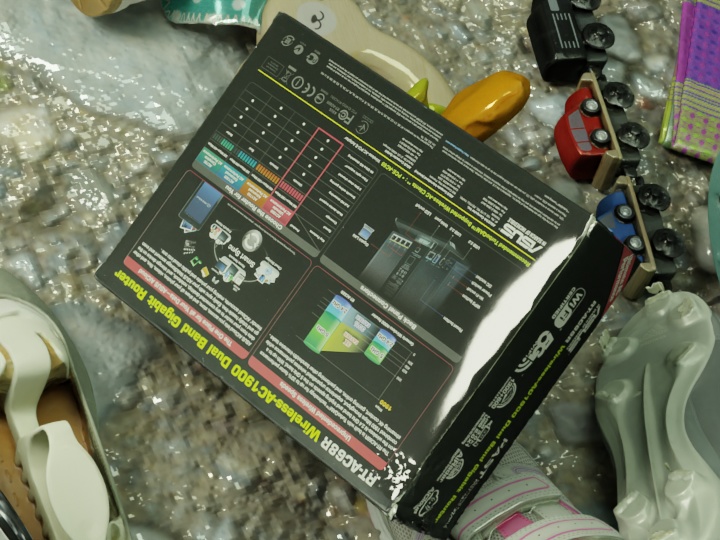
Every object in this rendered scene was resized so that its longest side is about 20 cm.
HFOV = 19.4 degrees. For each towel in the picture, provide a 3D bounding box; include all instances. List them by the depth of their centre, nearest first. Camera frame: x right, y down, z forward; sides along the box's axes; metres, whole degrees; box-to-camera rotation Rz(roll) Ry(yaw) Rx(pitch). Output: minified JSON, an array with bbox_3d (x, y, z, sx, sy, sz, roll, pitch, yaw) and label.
[{"bbox_3d":[0.245,-0.121,1.190,0.144,0.023,0.200,18,54,-7],"label":"towel"}]

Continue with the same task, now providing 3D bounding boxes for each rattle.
[{"bbox_3d":[-0.015,-0.117,1.032,0.130,0.143,0.200,-21,71,-10],"label":"rattle"}]

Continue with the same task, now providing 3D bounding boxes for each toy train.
[{"bbox_3d":[0.125,-0.071,1.109,0.046,0.034,0.200,-4,59,-17],"label":"toy train"}]

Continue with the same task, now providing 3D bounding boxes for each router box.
[{"bbox_3d":[0.000,0.000,0.919,0.200,0.062,0.150,37,91,32],"label":"router box"}]

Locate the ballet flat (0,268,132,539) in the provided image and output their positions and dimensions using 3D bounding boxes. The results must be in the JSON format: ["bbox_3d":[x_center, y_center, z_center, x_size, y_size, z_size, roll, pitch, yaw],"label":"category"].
[{"bbox_3d":[-0.139,0.066,0.909,0.067,0.064,0.200,-10,61,-25],"label":"ballet flat"}]

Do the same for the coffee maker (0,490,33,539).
[{"bbox_3d":[-0.239,0.118,0.776,0.200,0.135,0.192,-39,78,-22],"label":"coffee maker"}]

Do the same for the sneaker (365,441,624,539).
[{"bbox_3d":[0.077,0.128,0.917,0.081,0.088,0.200,-36,73,-19],"label":"sneaker"}]

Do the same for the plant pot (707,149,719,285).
[{"bbox_3d":[0.269,-0.023,1.034,0.161,0.201,0.201,-13,62,-14],"label":"plant pot"}]

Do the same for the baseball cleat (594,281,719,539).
[{"bbox_3d":[0.157,0.098,0.996,0.106,0.070,0.200,53,28,-27],"label":"baseball cleat"}]

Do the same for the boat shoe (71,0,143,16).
[{"bbox_3d":[-0.149,-0.219,1.097,0.069,0.071,0.200,-16,68,-34],"label":"boat shoe"}]
